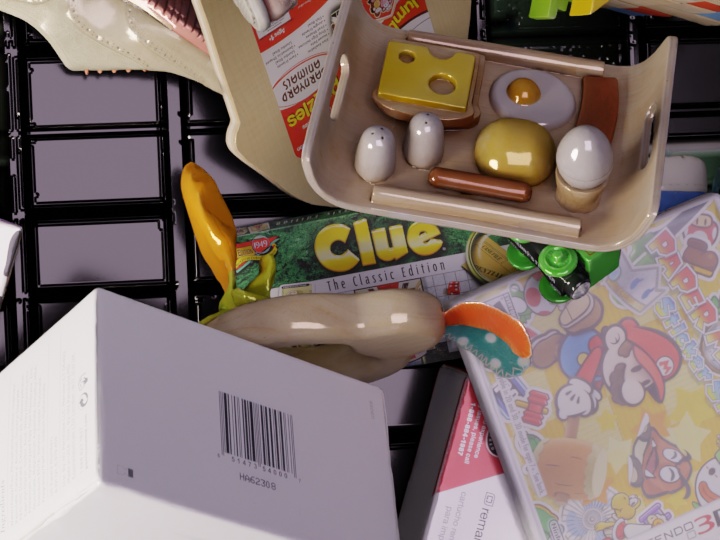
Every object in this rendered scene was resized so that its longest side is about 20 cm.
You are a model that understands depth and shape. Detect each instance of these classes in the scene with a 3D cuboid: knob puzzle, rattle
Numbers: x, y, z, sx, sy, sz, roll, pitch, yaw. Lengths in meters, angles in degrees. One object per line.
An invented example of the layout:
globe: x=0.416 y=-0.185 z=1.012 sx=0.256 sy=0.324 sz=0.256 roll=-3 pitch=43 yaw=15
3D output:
knob puzzle: x=-0.010 y=-0.127 z=1.245 sx=0.219 sy=0.030 sz=0.221 roll=-15 pitch=113 yaw=-37
rattle: x=0.000 y=0.000 z=1.185 sx=0.199 sy=0.130 sz=0.144 roll=-15 pitch=52 yaw=22

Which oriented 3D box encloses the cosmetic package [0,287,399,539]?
cosmetic package: x=-0.118 y=0.131 z=1.137 sx=0.199 sy=0.200 sz=0.124 roll=22 pitch=46 yaw=-34

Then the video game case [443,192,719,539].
video game case: x=0.166 y=0.079 z=1.225 sx=0.181 sy=0.023 sz=0.201 roll=-22 pitch=97 yaw=-10

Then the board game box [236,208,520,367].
board game box: x=0.020 y=0.008 z=1.247 sx=0.198 sy=0.023 sz=0.106 roll=-11 pitch=104 yaw=9

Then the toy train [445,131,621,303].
toy train: x=0.077 y=-0.060 z=1.197 sx=0.056 sy=0.042 sz=0.200 roll=-34 pitch=61 yaw=-15

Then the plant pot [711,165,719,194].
plant pot: x=0.332 y=-0.023 z=1.257 sx=0.195 sy=0.200 sz=0.202 roll=-16 pitch=94 yaw=-3

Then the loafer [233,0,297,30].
loafer: x=-0.075 y=-0.225 z=1.051 sx=0.063 sy=0.072 sz=0.201 roll=-28 pitch=94 yaw=-8

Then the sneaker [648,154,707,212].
sneaker: x=0.127 y=-0.009 z=1.276 sx=0.198 sy=0.077 sz=0.112 roll=-3 pitch=82 yaw=-16

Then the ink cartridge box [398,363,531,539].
ink cartridge box: x=0.132 y=0.156 z=1.277 sx=0.199 sy=0.084 sz=0.145 roll=16 pitch=89 yaw=-11

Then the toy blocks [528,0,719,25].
toy blocks: x=0.182 y=-0.187 z=1.238 sx=0.136 sy=0.200 sz=0.101 roll=12 pitch=91 yaw=-24

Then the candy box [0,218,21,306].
candy box: x=-0.307 y=0.045 z=1.209 sx=0.167 sy=0.072 sz=0.201 roll=16 pitch=89 yaw=-10

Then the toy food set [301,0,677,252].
toy food set: x=0.076 y=-0.095 z=1.162 sx=0.198 sy=0.061 sz=0.144 roll=10 pitch=52 yaw=3

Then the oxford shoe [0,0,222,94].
oxford shoe: x=-0.142 y=-0.149 z=1.245 sx=0.199 sy=0.071 sz=0.074 roll=31 pitch=112 yaw=-9
